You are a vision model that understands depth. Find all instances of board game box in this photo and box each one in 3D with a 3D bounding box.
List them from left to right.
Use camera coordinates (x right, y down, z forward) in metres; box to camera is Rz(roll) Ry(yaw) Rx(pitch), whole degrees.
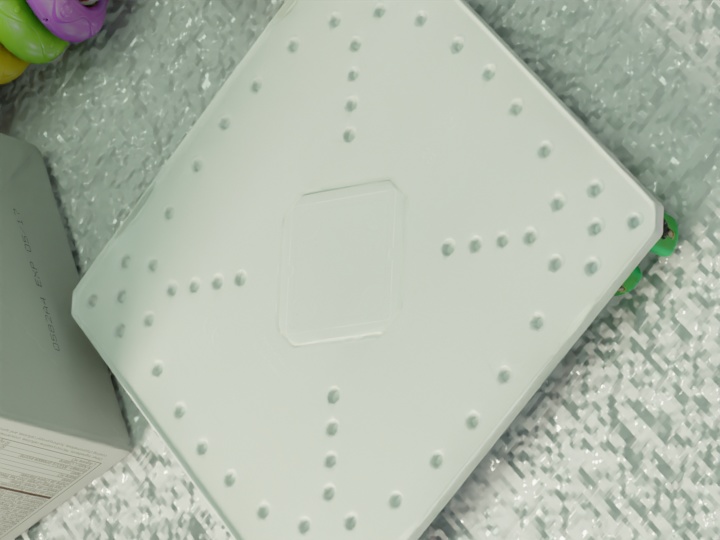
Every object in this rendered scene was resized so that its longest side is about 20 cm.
[{"bbox_3d":[0.000,0.000,1.075,0.200,0.026,0.200,-52,51,15],"label":"board game box"}]

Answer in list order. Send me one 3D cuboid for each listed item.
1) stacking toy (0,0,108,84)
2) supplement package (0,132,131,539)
[{"bbox_3d":[-0.142,-0.122,1.197,0.199,0.116,0.110,-18,72,20],"label":"stacking toy"},{"bbox_3d":[-0.226,0.046,1.167,0.200,0.150,0.152,-37,57,26],"label":"supplement package"}]
